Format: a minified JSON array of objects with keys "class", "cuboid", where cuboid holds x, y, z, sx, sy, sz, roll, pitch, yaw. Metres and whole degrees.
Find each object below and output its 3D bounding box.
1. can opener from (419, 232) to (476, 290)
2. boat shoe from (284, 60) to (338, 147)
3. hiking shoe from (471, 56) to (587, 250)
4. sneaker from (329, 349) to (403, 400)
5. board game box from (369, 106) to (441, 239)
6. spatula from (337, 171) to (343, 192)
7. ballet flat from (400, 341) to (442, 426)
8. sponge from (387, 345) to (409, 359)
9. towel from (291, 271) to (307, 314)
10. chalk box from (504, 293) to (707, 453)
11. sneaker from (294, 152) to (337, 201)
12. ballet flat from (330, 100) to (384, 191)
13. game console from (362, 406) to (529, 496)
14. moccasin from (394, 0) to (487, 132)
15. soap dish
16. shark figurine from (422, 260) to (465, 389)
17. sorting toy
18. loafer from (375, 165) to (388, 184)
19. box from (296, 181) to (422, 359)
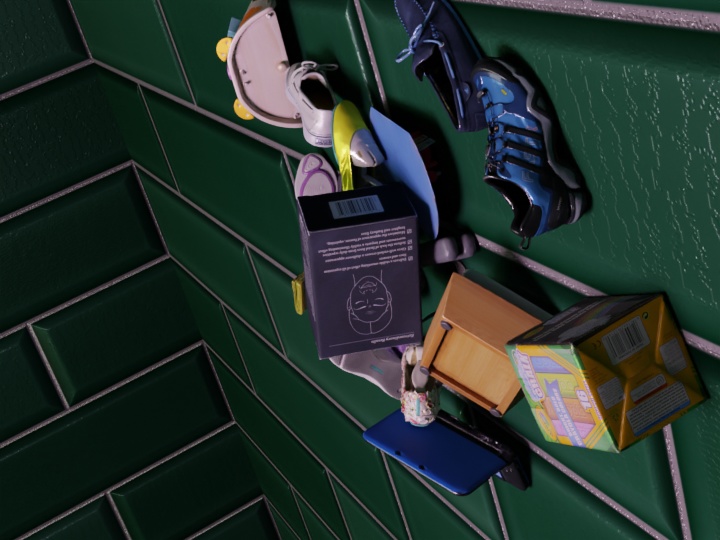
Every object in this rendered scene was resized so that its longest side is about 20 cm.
[{"class":"can opener","cuboid":[0.104,-0.007,1.503,0.200,0.053,0.068,166,93,-71]},{"class":"boat shoe","cuboid":[-0.068,-0.269,1.574,0.203,0.074,0.087,-105,18,-50]},{"class":"hiking shoe","cuboid":[0.162,-0.130,1.137,0.202,0.086,0.074,62,162,5]},{"class":"sneaker","cuboid":[0.005,0.139,1.742,0.200,0.071,0.080,38,179,-16]},{"class":"board game box","cuboid":[0.073,-0.137,1.451,0.200,0.039,0.160,-133,22,-59]},{"class":"spatula","cuboid":[-0.023,-0.069,1.596,0.057,0.020,0.202,-87,-5,-50]},{"class":"ballet flat","cuboid":[0.096,0.155,1.649,0.201,0.074,0.065,-89,-5,-59]},{"class":"sponge","cuboid":[0.041,0.105,1.840,0.200,0.030,0.112,43,165,48]},{"class":"towel","cuboid":[-0.041,-0.024,1.672,0.018,0.200,0.086,30,150,17]},{"class":"chalk box","cuboid":[0.248,0.108,1.164,0.125,0.123,0.200,65,163,-4]},{"class":"sneaker","cuboid":[-0.062,-0.097,1.816,0.100,0.074,0.203,-123,16,-83]},{"class":"ballet flat","cuboid":[0.004,-0.135,1.503,0.067,0.066,0.203,11,111,42]},{"class":"game console","cuboid":[0.128,0.283,1.605,0.199,0.119,0.171,26,157,37]},{"class":"moccasin","cuboid":[0.088,-0.243,1.216,0.201,0.068,0.081,57,161,24]},{"class":"soap dish","cuboid":[0.158,0.098,1.373,0.156,0.082,0.201,30,153,8]},{"class":"shark figurine","cuboid":[0.122,0.075,1.525,0.129,0.089,0.215,58,159,20]},{"class":"sorting toy","cuboid":[-0.161,-0.347,1.733,0.181,0.105,0.202,-96,-7,-57]},{"class":"loafer","cuboid":[0.023,-0.123,1.575,0.069,0.070,0.202,-4,110,49]},{"class":"box","cuboid":[0.000,0.000,1.464,0.107,0.146,0.202,-112,16,-58]}]
